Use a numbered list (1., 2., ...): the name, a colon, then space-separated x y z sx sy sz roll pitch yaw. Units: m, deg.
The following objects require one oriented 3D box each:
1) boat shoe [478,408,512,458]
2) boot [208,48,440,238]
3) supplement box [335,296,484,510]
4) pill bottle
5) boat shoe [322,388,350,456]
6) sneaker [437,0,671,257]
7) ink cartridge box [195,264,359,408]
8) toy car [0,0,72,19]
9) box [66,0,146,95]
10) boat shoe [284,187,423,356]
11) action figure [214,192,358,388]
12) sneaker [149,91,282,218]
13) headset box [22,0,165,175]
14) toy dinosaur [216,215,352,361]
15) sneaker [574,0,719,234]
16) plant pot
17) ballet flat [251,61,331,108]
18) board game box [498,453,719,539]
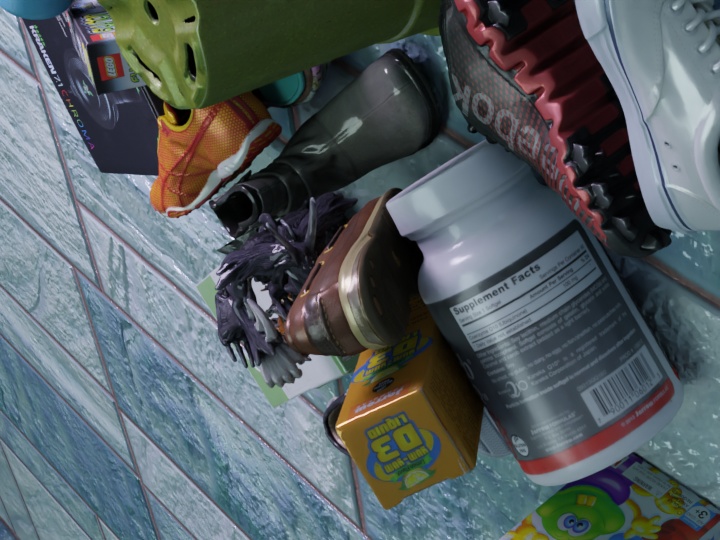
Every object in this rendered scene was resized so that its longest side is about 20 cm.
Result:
1. boat shoe: 0.071 0.042 1.107 0.062 0.071 0.202 -87 -28 -72
2. boot: -0.029 -0.075 1.055 0.068 0.130 0.200 56 156 0
3. supplement box: 0.039 0.070 0.976 0.069 0.066 0.200 58 -162 -16
4. pill bottle: 0.106 0.021 0.939 0.201 0.115 0.116 59 155 -4
5. boat shoe: 0.017 0.115 1.150 0.075 0.060 0.200 67 166 -5
6. sneaker: 0.107 -0.092 0.857 0.202 0.070 0.098 57 155 4
7. ink cartridge box: -0.070 0.040 1.366 0.146 0.048 0.200 57 156 0
8. toy car: -0.138 -0.245 1.035 0.199 0.177 0.186 34 138 16
9. box: -0.146 -0.170 1.066 0.200 0.109 0.035 -129 27 -68
10. boat shoe: 0.000 0.001 0.963 0.067 0.200 0.073 -20 103 19
11. action figure: -0.046 0.013 1.054 0.102 0.118 0.200 52 163 2
12. sneaker: -0.118 -0.096 1.117 0.077 0.073 0.200 49 150 -3
13. headset box: -0.182 -0.175 1.266 0.199 0.092 0.176 9 128 57
14. toy dinosaur: -0.025 -0.002 1.200 0.200 0.102 0.136 -41 87 28
15. sneaker: 0.164 -0.108 0.752 0.070 0.073 0.201 4 131 42
16. plant pot: -0.054 -0.190 0.894 0.200 0.189 0.201 41 151 29
17. ballet flat: -0.060 -0.151 1.095 0.199 0.071 0.070 -11 104 64
18. board game box: 0.143 0.230 1.016 0.103 0.199 0.106 32 146 41
